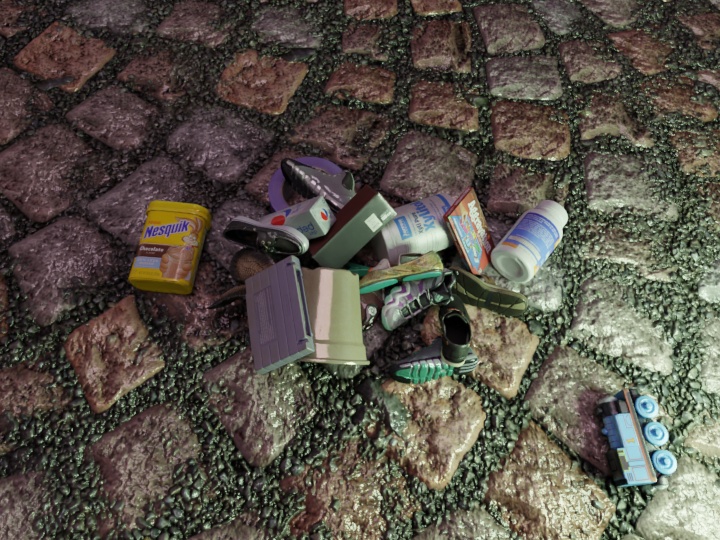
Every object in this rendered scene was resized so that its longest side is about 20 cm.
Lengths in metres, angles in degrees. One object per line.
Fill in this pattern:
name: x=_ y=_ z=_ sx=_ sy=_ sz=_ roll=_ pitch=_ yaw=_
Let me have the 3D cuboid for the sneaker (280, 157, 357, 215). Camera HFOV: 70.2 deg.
sneaker: x=-0.086 y=-0.215 z=1.213 sx=0.200 sy=0.075 sz=0.116 roll=41 pitch=63 yaw=5

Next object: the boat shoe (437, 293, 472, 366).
boat shoe: x=0.209 y=0.116 z=1.119 sx=0.073 sy=0.063 sz=0.202 roll=9 pitch=37 yaw=3

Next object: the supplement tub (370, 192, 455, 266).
supplement tub: x=0.132 y=-0.096 z=1.217 sx=0.199 sy=0.132 sz=0.132 roll=-20 pitch=66 yaw=-13

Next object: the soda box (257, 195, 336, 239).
soda box: x=-0.155 y=-0.102 z=1.153 sx=0.199 sy=0.068 sz=0.064 roll=-12 pitch=32 yaw=37

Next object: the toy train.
toy train: x=0.556 y=0.341 z=1.047 sx=0.114 sy=0.087 sz=0.201 roll=-6 pitch=64 yaw=1

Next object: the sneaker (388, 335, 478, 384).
sneaker: x=0.152 y=0.190 z=1.120 sx=0.199 sy=0.075 sz=0.088 roll=-4 pitch=47 yaw=-13

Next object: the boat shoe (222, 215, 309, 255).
boat shoe: x=-0.210 y=-0.066 z=1.126 sx=0.199 sy=0.069 sz=0.057 roll=16 pitch=42 yaw=19

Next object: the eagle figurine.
eagle figurine: x=-0.231 y=0.033 z=1.134 sx=0.199 sy=0.152 sz=0.152 roll=13 pitch=97 yaw=7

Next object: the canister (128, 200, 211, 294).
canister: x=-0.442 y=-0.053 z=1.194 sx=0.148 sy=0.087 sz=0.201 roll=5 pitch=65 yaw=0

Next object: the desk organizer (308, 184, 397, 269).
desk organizer: x=-0.024 y=-0.092 z=1.139 sx=0.200 sy=0.072 sz=0.077 roll=-44 pitch=32 yaw=4

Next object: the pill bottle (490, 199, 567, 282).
pill bottle: x=0.412 y=-0.075 z=1.230 sx=0.112 sy=0.112 sz=0.200 roll=38 pitch=68 yaw=15

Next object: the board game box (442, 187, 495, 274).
board game box: x=0.259 y=-0.083 z=1.193 sx=0.019 sy=0.200 sz=0.103 roll=15 pitch=56 yaw=46

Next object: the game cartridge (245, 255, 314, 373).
game cartridge: x=-0.159 y=0.084 z=0.983 sx=0.129 sy=0.038 sz=0.201 roll=-28 pitch=58 yaw=25

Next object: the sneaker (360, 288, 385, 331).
sneaker: x=-0.033 y=0.087 z=1.151 sx=0.199 sy=0.076 sz=0.116 roll=-8 pitch=67 yaw=-8

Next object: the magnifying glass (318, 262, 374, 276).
magnifying glass: x=0.000 y=0.000 z=1.186 sx=0.199 sy=0.080 sz=0.023 roll=7 pitch=108 yaw=11

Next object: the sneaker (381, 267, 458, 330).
sneaker: x=0.144 y=0.061 z=1.135 sx=0.140 sy=0.078 sz=0.200 roll=12 pitch=57 yaw=47

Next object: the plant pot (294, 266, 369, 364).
plant pot: x=-0.074 y=0.093 z=1.047 sx=0.199 sy=0.200 sz=0.185 roll=5 pitch=82 yaw=0

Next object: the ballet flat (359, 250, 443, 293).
ballet flat: x=0.080 y=-0.001 z=1.126 sx=0.199 sy=0.071 sz=0.071 roll=-13 pitch=64 yaw=4

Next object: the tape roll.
tape roll: x=-0.125 y=-0.177 z=1.271 sx=0.199 sy=0.085 sz=0.201 roll=1 pitch=63 yaw=-3

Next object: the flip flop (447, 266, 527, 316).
flip flop: x=0.291 y=0.044 z=1.191 sx=0.199 sy=0.081 sz=0.058 roll=19 pitch=40 yaw=9
